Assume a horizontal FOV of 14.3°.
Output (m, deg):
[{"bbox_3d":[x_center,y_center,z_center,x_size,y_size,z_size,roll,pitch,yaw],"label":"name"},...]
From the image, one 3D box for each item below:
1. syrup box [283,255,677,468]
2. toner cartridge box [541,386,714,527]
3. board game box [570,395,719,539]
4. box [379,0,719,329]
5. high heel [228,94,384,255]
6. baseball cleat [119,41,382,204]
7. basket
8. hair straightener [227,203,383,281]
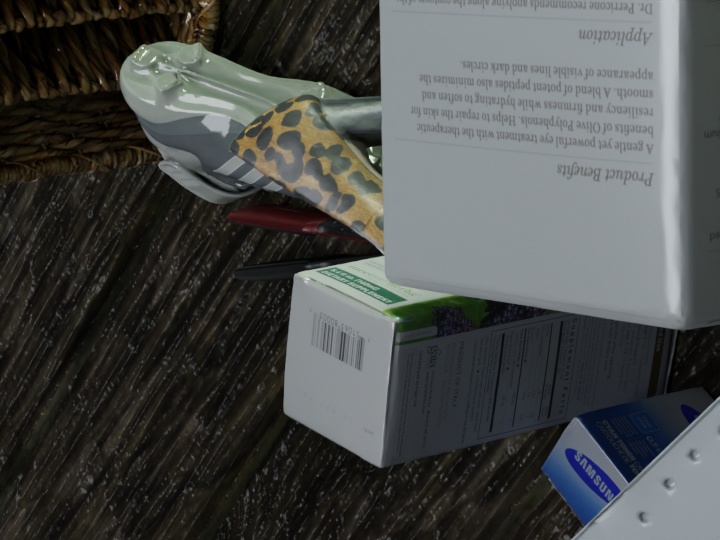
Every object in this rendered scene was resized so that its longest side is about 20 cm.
[{"bbox_3d":[0.064,0.033,1.448,0.079,0.200,0.082,26,119,45],"label":"syrup box"},{"bbox_3d":[0.185,0.148,1.409,0.200,0.095,0.043,52,132,29],"label":"toner cartridge box"},{"bbox_3d":[0.215,0.142,1.277,0.200,0.026,0.200,45,122,6],"label":"board game box"},{"bbox_3d":[0.143,-0.076,1.331,0.199,0.200,0.172,8,102,49],"label":"box"},{"bbox_3d":[0.000,0.000,1.558,0.142,0.071,0.200,-5,74,11],"label":"high heel"},{"bbox_3d":[-0.051,-0.072,1.685,0.200,0.070,0.106,29,154,30],"label":"baseball cleat"},{"bbox_3d":[-0.178,-0.148,1.706,0.143,0.200,0.149,-41,64,47],"label":"basket"},{"bbox_3d":[-0.002,0.005,1.660,0.200,0.041,0.077,6,102,46],"label":"hair straightener"}]
